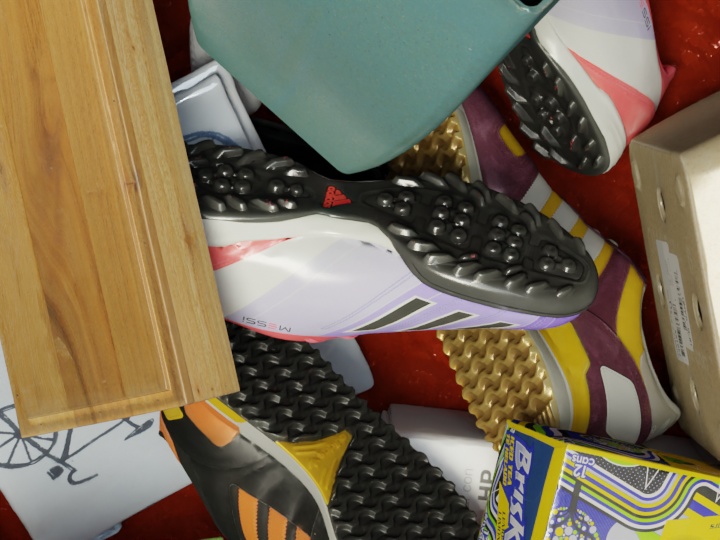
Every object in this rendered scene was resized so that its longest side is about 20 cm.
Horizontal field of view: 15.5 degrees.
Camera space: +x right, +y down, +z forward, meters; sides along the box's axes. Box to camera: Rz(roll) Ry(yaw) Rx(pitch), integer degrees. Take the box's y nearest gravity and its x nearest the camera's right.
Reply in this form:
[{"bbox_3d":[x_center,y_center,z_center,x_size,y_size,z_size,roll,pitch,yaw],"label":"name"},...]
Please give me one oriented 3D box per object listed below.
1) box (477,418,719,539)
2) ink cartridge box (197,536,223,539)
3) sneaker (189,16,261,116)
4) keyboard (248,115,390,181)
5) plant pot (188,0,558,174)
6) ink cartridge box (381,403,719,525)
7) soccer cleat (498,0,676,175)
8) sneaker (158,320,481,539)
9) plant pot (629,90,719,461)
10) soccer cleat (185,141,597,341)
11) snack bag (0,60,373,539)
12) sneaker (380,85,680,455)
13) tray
[{"bbox_3d":[0.153,0.119,1.122,0.199,0.064,0.071,13,92,-23],"label":"box"},{"bbox_3d":[-0.156,0.202,1.168,0.200,0.147,0.076,-37,69,37],"label":"ink cartridge box"},{"bbox_3d":[-0.008,-0.153,1.186,0.114,0.075,0.201,13,93,1],"label":"sneaker"},{"bbox_3d":[-0.094,-0.040,1.200,0.199,0.040,0.104,15,119,-21],"label":"keyboard"},{"bbox_3d":[0.019,-0.136,1.043,0.141,0.200,0.141,41,59,4],"label":"plant pot"},{"bbox_3d":[0.100,0.148,1.217,0.199,0.084,0.146,6,95,-1],"label":"ink cartridge box"},{"bbox_3d":[0.085,-0.136,1.161,0.073,0.068,0.201,-45,130,-25],"label":"soccer cleat"},{"bbox_3d":[-0.016,0.109,1.161,0.070,0.090,0.200,-28,69,-36],"label":"sneaker"},{"bbox_3d":[0.220,-0.004,1.137,0.176,0.200,0.201,-12,97,-4],"label":"plant pot"},{"bbox_3d":[0.000,0.000,1.124,0.199,0.068,0.074,10,127,4],"label":"soccer cleat"},{"bbox_3d":[-0.103,0.024,1.193,0.188,0.021,0.201,-29,126,0],"label":"snack bag"},{"bbox_3d":[0.076,-0.005,1.197,0.090,0.075,0.201,-3,64,-34],"label":"sneaker"},{"bbox_3d":[-0.118,-0.038,1.086,0.098,0.037,0.201,-13,91,39],"label":"tray"}]
